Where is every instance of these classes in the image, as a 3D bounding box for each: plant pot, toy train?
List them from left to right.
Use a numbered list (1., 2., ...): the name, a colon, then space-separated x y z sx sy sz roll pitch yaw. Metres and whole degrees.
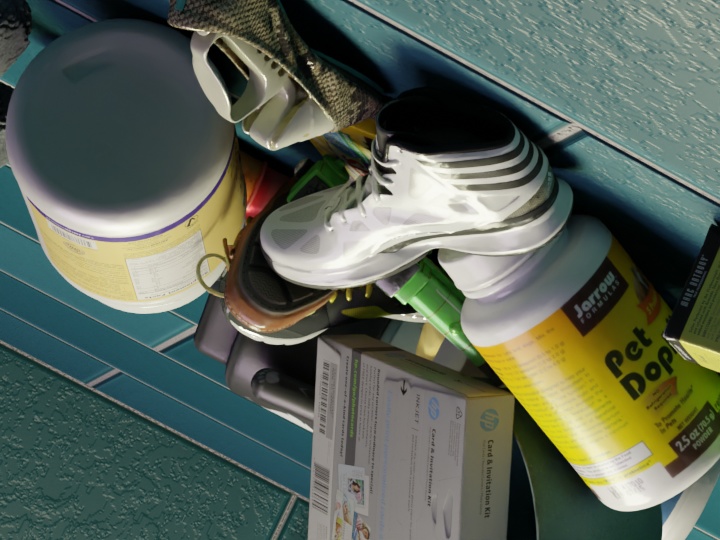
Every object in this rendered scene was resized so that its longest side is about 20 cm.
1. toy train: 0.033 0.003 1.672 0.200 0.042 0.056 42 -164 -8
2. plant pot: 0.120 0.168 1.758 0.134 0.201 0.200 -1 -177 -28

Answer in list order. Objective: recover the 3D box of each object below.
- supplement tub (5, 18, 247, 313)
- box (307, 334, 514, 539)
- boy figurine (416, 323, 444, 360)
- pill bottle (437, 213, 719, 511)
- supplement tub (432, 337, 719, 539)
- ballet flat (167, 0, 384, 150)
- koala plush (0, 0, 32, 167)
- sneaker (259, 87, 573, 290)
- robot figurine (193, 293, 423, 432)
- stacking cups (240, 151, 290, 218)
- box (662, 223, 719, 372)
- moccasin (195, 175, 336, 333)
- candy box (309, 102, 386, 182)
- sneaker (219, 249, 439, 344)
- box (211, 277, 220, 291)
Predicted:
1. supplement tub: -0.148 -0.061 1.732 0.145 0.146 0.200 24 163 9
2. box: 0.030 0.136 1.740 0.041 0.157 0.200 -2 -170 -27
3. boy figurine: 0.122 0.103 2.005 0.200 0.124 0.064 38 140 -1
4. pill bottle: 0.136 0.043 1.626 0.200 0.109 0.109 50 162 -17
5. supplement tub: 0.148 0.112 1.897 0.199 0.145 0.145 27 169 -7
6. ballet flat: -0.055 -0.114 1.505 0.068 0.076 0.200 18 167 33
7. koala plush: -0.341 -0.154 1.783 0.200 0.183 0.178 49 157 22
8. sneaker: 0.014 -0.058 1.552 0.200 0.076 0.115 -10 137 26
9. robot figurine: -0.033 0.068 2.160 0.199 0.151 0.125 25 156 6
10. stacking cups: -0.127 -0.086 1.876 0.199 0.061 0.060 23 170 -10
11. box: 0.274 0.041 1.480 0.199 0.076 0.050 18 169 30
12. moccasin: -0.056 -0.006 1.699 0.074 0.078 0.202 40 -160 -13
13. candy box: 0.020 -0.066 1.685 0.102 0.026 0.200 25 169 25
14. sneaker: 0.000 0.000 1.812 0.199 0.075 0.085 -8 169 -27
15. box: -0.053 -0.001 1.962 0.158 0.046 0.200 7 -178 -34
